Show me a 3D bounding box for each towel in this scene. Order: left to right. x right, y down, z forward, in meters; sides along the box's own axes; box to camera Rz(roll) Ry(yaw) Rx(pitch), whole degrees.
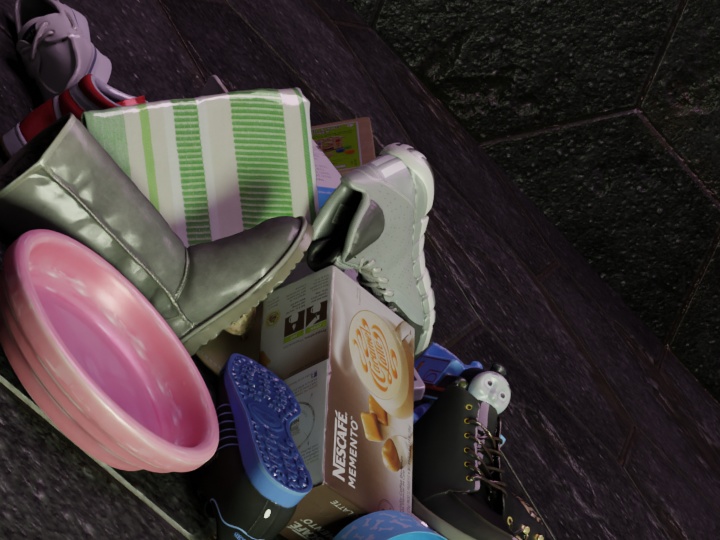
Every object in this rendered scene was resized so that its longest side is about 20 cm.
[{"bbox_3d":[-0.121,-0.063,1.458,0.023,0.200,0.153,12,-70,56],"label":"towel"}]

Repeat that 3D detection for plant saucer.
[{"bbox_3d":[-0.180,0.063,1.271,0.201,0.051,0.201,48,13,-15],"label":"plant saucer"}]

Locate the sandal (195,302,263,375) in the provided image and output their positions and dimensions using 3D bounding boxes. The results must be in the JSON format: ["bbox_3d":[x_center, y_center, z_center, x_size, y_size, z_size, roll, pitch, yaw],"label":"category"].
[{"bbox_3d":[-0.122,-0.010,1.524,0.070,0.077,0.212,87,-12,-59],"label":"sandal"}]

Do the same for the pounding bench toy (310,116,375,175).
[{"bbox_3d":[-0.073,-0.039,1.793,0.124,0.200,0.156,-97,177,-63],"label":"pounding bench toy"}]

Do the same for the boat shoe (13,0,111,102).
[{"bbox_3d":[-0.276,-0.194,1.640,0.065,0.074,0.200,37,8,-31],"label":"boat shoe"}]

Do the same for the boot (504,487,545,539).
[{"bbox_3d":[0.119,0.244,1.757,0.151,0.073,0.200,42,10,-34],"label":"boot"}]

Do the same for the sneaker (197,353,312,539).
[{"bbox_3d":[-0.086,0.132,1.337,0.070,0.078,0.200,33,16,-19],"label":"sneaker"}]

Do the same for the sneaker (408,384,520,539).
[{"bbox_3d":[0.089,0.161,1.452,0.075,0.106,0.200,41,-4,-38],"label":"sneaker"}]

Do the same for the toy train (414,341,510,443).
[{"bbox_3d":[0.068,0.126,1.697,0.087,0.114,0.200,42,-14,-18],"label":"toy train"}]

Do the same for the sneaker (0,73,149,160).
[{"bbox_3d":[-0.182,-0.064,1.472,0.200,0.112,0.071,49,10,-8],"label":"sneaker"}]

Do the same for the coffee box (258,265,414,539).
[{"bbox_3d":[-0.020,0.115,1.448,0.114,0.080,0.200,38,41,-38],"label":"coffee box"}]

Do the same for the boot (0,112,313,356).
[{"bbox_3d":[-0.157,-0.040,1.379,0.200,0.182,0.073,51,-7,-16],"label":"boot"}]

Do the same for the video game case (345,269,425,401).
[{"bbox_3d":[-0.047,0.051,1.615,0.143,0.018,0.200,-6,40,-24],"label":"video game case"}]

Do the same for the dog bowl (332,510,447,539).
[{"bbox_3d":[0.044,0.252,1.400,0.200,0.112,0.050,40,2,-38],"label":"dog bowl"}]

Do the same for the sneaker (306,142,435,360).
[{"bbox_3d":[0.000,0.000,1.519,0.075,0.200,0.115,21,33,40],"label":"sneaker"}]

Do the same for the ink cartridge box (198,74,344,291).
[{"bbox_3d":[-0.084,-0.068,1.621,0.067,0.116,0.200,3,40,-44],"label":"ink cartridge box"}]

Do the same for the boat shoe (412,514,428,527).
[{"bbox_3d":[0.056,0.213,1.580,0.075,0.086,0.202,54,13,17],"label":"boat shoe"}]
